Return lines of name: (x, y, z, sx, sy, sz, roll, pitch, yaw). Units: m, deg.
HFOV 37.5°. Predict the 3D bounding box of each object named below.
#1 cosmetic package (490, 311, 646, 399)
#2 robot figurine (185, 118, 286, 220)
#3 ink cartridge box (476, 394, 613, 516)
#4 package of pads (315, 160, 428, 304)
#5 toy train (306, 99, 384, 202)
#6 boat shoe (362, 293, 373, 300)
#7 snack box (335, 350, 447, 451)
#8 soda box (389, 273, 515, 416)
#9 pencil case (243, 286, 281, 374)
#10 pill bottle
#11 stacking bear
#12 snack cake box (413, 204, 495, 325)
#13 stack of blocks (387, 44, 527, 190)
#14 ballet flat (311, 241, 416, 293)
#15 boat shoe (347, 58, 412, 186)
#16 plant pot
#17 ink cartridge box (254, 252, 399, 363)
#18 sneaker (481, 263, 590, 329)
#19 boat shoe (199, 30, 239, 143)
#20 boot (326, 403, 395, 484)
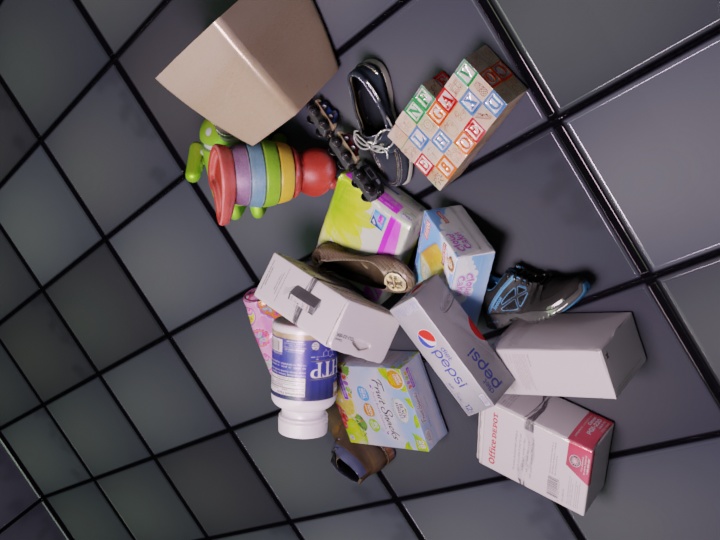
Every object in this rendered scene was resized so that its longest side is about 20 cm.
cosmetic package: (0.299, 0.122, 1.545, 0.198, 0.107, 0.086, -1, 118, 46)
robot figurine: (-0.207, -0.190, 1.797, 0.173, 0.116, 0.203, -2, 118, 14)
ink cartridge box: (0.289, 0.273, 1.682, 0.198, 0.085, 0.147, 22, 132, 29)
package of pads: (0.012, -0.061, 1.717, 0.154, 0.068, 0.201, 37, 138, 17)
toy train: (-0.023, -0.191, 1.650, 0.201, 0.045, 0.034, 56, 154, 20)
boat shoe: (-0.033, 0.054, 1.846, 0.198, 0.066, 0.058, 9, 115, 46)
snack box: (0.042, 0.230, 1.901, 0.198, 0.067, 0.171, -4, 114, 44)
soda box: (0.136, 0.109, 1.553, 0.201, 0.068, 0.063, 53, 140, -5)
pencil case: (-0.153, 0.123, 2.002, 0.087, 0.087, 0.202, 0, 118, 44)
pill bottle: (-0.099, 0.186, 1.872, 0.119, 0.119, 0.203, 10, 103, 39)
stacking bear: (-0.134, -0.153, 1.693, 0.114, 0.197, 0.123, 107, 151, -51)
snack cake box: (0.135, 0.016, 1.622, 0.116, 0.066, 0.202, -119, 28, -43)
stack of blocks: (0.133, -0.221, 1.492, 0.115, 0.058, 0.200, 47, 140, 7)
ballet flat: (0.000, 0.000, 1.687, 0.198, 0.046, 0.068, 18, 131, 33)
boat shoe: (0.027, -0.214, 1.596, 0.074, 0.062, 0.202, 9, 124, 37)
plant pot: (-0.155, -0.314, 1.612, 0.178, 0.200, 0.199, 49, 141, -14)
ink cartridge box: (-0.052, 0.060, 1.713, 0.199, 0.143, 0.085, 32, 97, 42)
sneaker: (0.246, 0.031, 1.556, 0.199, 0.073, 0.083, -18, 98, 47)
boat shoe: (-0.228, -0.308, 1.715, 0.060, 0.071, 0.204, 54, -160, -70)
boot: (-0.037, 0.321, 2.020, 0.199, 0.097, 0.075, 32, 136, 22)
